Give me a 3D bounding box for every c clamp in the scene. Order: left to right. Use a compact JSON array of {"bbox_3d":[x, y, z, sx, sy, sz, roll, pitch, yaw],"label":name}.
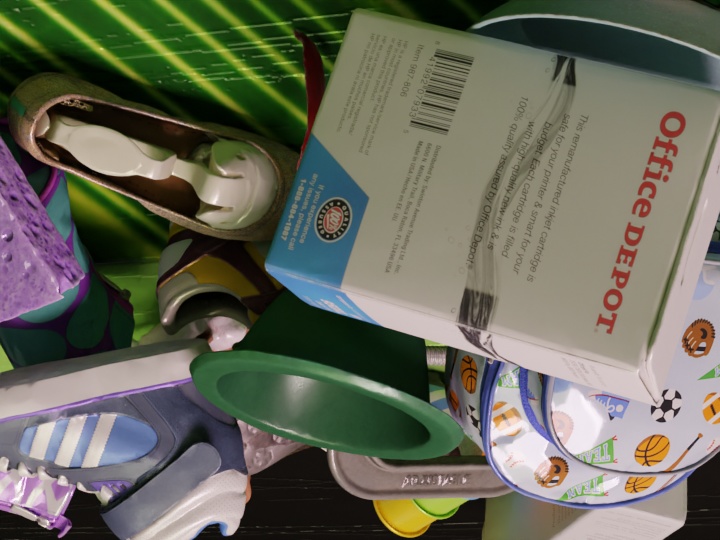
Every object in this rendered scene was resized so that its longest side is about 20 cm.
[{"bbox_3d":[0.055,0.081,1.196,0.199,0.172,0.027,8,-166,-26],"label":"c clamp"}]

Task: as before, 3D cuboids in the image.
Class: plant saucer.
[{"bbox_3d":[0.149,-0.099,0.904,0.199,0.036,0.200,19,168,4],"label":"plant saucer"}]

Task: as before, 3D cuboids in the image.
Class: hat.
[{"bbox_3d":[0.000,0.000,1.038,0.165,0.177,0.200,17,161,-8],"label":"hat"}]

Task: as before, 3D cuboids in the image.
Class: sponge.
[{"bbox_3d":[-0.249,-0.059,0.989,0.111,0.030,0.201,-20,107,33],"label":"sponge"}]

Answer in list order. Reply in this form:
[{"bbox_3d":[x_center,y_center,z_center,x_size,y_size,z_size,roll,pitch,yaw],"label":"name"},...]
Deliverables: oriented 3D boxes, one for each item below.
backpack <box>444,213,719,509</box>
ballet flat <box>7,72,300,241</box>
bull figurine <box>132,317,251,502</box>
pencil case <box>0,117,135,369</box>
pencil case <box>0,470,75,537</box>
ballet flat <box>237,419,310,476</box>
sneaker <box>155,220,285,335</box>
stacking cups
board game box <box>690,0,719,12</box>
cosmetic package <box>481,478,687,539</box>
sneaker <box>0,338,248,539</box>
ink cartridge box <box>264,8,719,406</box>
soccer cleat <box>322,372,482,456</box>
[{"bbox_3d":[0.141,0.041,1.008,0.199,0.154,0.191,9,114,-16],"label":"backpack"},{"bbox_3d":[-0.108,-0.058,1.016,0.199,0.068,0.067,15,-171,-17],"label":"ballet flat"},{"bbox_3d":[-0.128,0.087,1.236,0.121,0.065,0.201,16,130,27],"label":"bull figurine"},{"bbox_3d":[-0.205,-0.007,1.110,0.092,0.085,0.200,-31,148,-12],"label":"pencil case"},{"bbox_3d":[-0.314,0.148,1.375,0.199,0.086,0.084,16,148,-14],"label":"pencil case"},{"bbox_3d":[-0.058,0.095,1.191,0.199,0.046,0.068,-13,112,-21],"label":"ballet flat"},{"bbox_3d":[-0.030,0.004,1.093,0.199,0.091,0.075,-4,148,17],"label":"sneaker"},{"bbox_3d":[0.087,0.143,1.326,0.060,0.061,0.200,23,144,-25],"label":"stacking cups"},{"bbox_3d":[0.178,-0.184,0.803,0.199,0.047,0.151,28,142,-31],"label":"board game box"},{"bbox_3d":[0.165,0.175,1.327,0.074,0.102,0.200,15,148,-15],"label":"cosmetic package"},{"bbox_3d":[-0.170,0.131,1.105,0.199,0.147,0.081,-12,-172,2],"label":"sneaker"},{"bbox_3d":[0.074,-0.032,0.884,0.199,0.145,0.084,16,169,20],"label":"ink cartridge box"},{"bbox_3d":[-0.005,0.109,1.261,0.199,0.087,0.070,9,148,-5],"label":"soccer cleat"}]
